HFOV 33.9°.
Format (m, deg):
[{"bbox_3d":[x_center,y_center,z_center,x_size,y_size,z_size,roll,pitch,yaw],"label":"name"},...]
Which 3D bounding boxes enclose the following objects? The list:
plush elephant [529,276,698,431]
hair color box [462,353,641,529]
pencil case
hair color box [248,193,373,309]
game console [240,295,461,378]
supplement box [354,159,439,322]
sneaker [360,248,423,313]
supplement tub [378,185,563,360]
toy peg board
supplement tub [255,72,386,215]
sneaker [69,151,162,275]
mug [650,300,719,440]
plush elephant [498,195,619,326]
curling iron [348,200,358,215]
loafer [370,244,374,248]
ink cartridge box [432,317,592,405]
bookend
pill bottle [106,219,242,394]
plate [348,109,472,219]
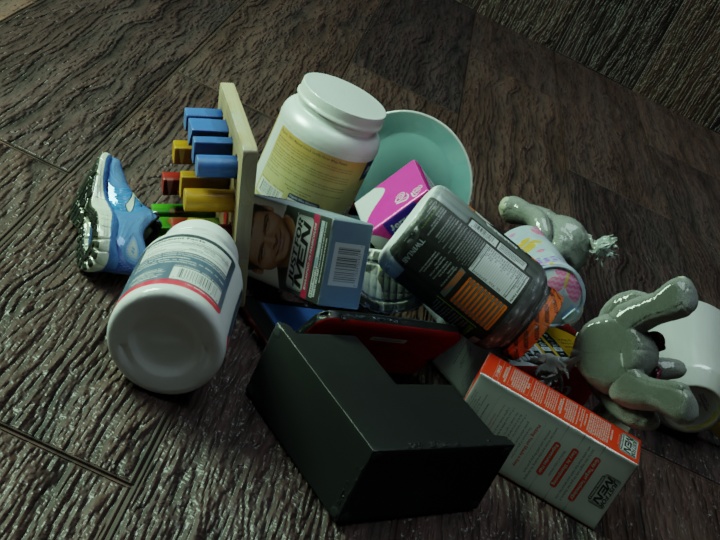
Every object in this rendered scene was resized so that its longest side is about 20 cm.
[{"bbox_3d":[0.318,0.116,1.401,0.155,0.199,0.166,28,55,-60],"label":"plush elephant"},{"bbox_3d":[0.204,0.191,1.333,0.199,0.102,0.061,31,25,6],"label":"hair color box"},{"bbox_3d":[0.231,0.006,1.543,0.091,0.083,0.200,63,3,-16],"label":"pencil case"},{"bbox_3d":[-0.070,-0.026,1.390,0.060,0.100,0.200,7,7,-34],"label":"hair color box"},{"bbox_3d":[-0.014,0.054,1.368,0.199,0.172,0.120,8,57,-35],"label":"game console"},{"bbox_3d":[0.093,-0.027,1.534,0.200,0.101,0.104,49,11,-26],"label":"supplement box"},{"bbox_3d":[0.000,0.000,1.478,0.199,0.075,0.085,16,10,21],"label":"sneaker"},{"bbox_3d":[0.129,0.006,1.370,0.200,0.123,0.123,39,25,-3],"label":"supplement tub"},{"bbox_3d":[-0.189,-0.092,1.384,0.097,0.201,0.200,-1,30,-15],"label":"toy peg board"},{"bbox_3d":[-0.060,-0.150,1.601,0.143,0.201,0.145,22,26,-11],"label":"supplement tub"},{"bbox_3d":[-0.282,-0.059,1.372,0.089,0.079,0.201,21,33,-30],"label":"sneaker"},{"bbox_3d":[0.469,0.149,1.637,0.185,0.150,0.154,19,33,-3],"label":"mug"},{"bbox_3d":[0.262,-0.001,1.727,0.155,0.165,0.199,-39,25,-26],"label":"plush elephant"},{"bbox_3d":[-0.016,-0.102,1.683,0.025,0.050,0.199,-22,27,-37],"label":"curling iron"},{"bbox_3d":[0.089,-0.013,1.655,0.199,0.073,0.071,23,27,13],"label":"loafer"},{"bbox_3d":[0.209,0.124,1.487,0.199,0.084,0.176,4,34,-42],"label":"ink cartridge box"},{"bbox_3d":[0.018,0.153,1.230,0.198,0.093,0.200,4,32,-41],"label":"bookend"},{"bbox_3d":[-0.185,0.028,1.234,0.119,0.120,0.200,23,25,-8],"label":"pill bottle"},{"bbox_3d":[0.066,-0.130,1.689,0.199,0.201,0.026,31,21,8],"label":"plate"}]
